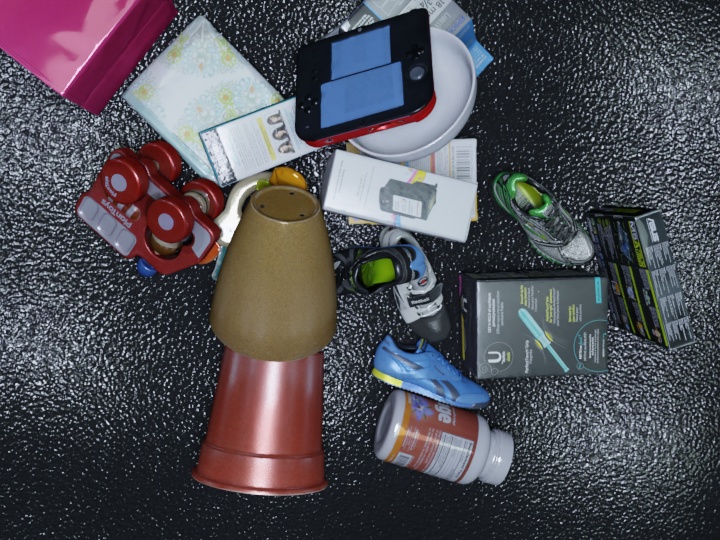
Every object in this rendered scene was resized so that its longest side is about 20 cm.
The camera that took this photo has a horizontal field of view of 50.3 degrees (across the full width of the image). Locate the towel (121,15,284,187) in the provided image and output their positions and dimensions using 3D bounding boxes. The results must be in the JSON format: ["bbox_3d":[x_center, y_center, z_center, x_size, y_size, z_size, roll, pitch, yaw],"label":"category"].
[{"bbox_3d":[-0.225,-0.247,1.142,0.200,0.048,0.171,45,87,-8],"label":"towel"}]

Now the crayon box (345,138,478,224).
[{"bbox_3d":[0.077,-0.137,1.179,0.200,0.052,0.126,-2,96,-6],"label":"crayon box"}]

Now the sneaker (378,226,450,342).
[{"bbox_3d":[0.086,0.027,1.180,0.074,0.089,0.200,-28,99,-4],"label":"sneaker"}]

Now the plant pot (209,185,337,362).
[{"bbox_3d":[-0.114,-0.010,1.061,0.186,0.187,0.200,5,126,-6],"label":"plant pot"}]

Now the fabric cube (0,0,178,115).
[{"bbox_3d":[-0.394,-0.358,1.037,0.196,0.200,0.199,37,89,-7],"label":"fabric cube"}]

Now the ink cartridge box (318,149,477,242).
[{"bbox_3d":[0.047,-0.103,1.081,0.200,0.146,0.083,12,92,-8],"label":"ink cartridge box"}]

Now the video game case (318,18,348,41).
[{"bbox_3d":[0.041,-0.338,1.172,0.200,0.019,0.143,-37,98,0],"label":"video game case"}]

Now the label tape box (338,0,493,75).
[{"bbox_3d":[0.088,-0.338,1.136,0.200,0.063,0.144,42,91,-7],"label":"label tape box"}]

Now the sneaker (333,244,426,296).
[{"bbox_3d":[0.000,0.000,1.135,0.199,0.083,0.071,-9,95,40],"label":"sneaker"}]

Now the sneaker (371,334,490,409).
[{"bbox_3d":[0.119,0.158,1.205,0.200,0.066,0.079,20,96,-6],"label":"sneaker"}]

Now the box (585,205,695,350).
[{"bbox_3d":[0.415,0.004,1.156,0.047,0.193,0.200,-18,96,-5],"label":"box"}]

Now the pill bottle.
[{"bbox_3d":[0.130,0.265,1.195,0.200,0.112,0.112,19,94,-8],"label":"pill bottle"}]

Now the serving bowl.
[{"bbox_3d":[0.069,-0.233,1.054,0.200,0.066,0.200,-8,68,21],"label":"serving bowl"}]

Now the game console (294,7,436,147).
[{"bbox_3d":[0.003,-0.261,1.040,0.200,0.031,0.177,-11,66,19],"label":"game console"}]

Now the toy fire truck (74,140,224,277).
[{"bbox_3d":[-0.305,-0.079,1.114,0.200,0.112,0.168,42,121,-1],"label":"toy fire truck"}]

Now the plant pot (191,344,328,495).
[{"bbox_3d":[-0.137,0.209,1.133,0.200,0.201,0.196,6,87,-6],"label":"plant pot"}]

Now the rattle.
[{"bbox_3d":[-0.164,-0.062,1.123,0.200,0.143,0.130,-31,113,-7],"label":"rattle"}]

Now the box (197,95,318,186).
[{"bbox_3d":[-0.126,-0.196,1.112,0.200,0.049,0.082,-23,106,-10],"label":"box"}]

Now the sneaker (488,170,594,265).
[{"bbox_3d":[0.285,-0.076,1.189,0.200,0.085,0.078,38,91,-9],"label":"sneaker"}]

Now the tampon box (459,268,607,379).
[{"bbox_3d":[0.261,0.078,1.181,0.200,0.126,0.150,-1,95,-5],"label":"tampon box"}]
